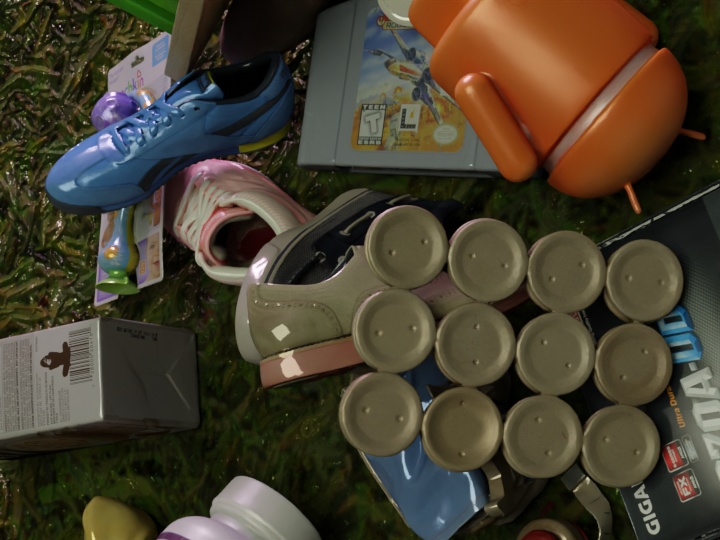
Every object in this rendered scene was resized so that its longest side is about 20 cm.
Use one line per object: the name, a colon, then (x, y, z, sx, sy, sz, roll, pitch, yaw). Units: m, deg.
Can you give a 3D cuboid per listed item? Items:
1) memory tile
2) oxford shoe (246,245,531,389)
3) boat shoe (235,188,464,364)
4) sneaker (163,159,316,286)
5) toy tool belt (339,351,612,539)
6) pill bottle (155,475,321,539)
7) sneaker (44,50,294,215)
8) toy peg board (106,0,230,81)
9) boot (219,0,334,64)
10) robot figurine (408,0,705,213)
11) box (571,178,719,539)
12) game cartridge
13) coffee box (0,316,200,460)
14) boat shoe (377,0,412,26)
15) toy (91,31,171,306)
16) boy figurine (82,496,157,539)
memory tile: (0.091, 0.047, 0.969, 0.199, 0.017, 0.154, 8, 86, -9)
oxford shoe: (0.025, 0.013, 1.004, 0.071, 0.199, 0.074, 146, 107, -69)
boat shoe: (0.000, 0.000, 1.073, 0.092, 0.200, 0.075, 3, 120, 28)
sneaker: (-0.100, -0.038, 1.189, 0.200, 0.104, 0.076, 26, 98, 35)
toy tool belt: (0.059, 0.125, 1.043, 0.125, 0.123, 0.200, -47, 61, 18)
pill bottle: (-0.116, 0.241, 1.103, 0.112, 0.113, 0.200, 22, 58, 34)
sneaker: (-0.141, -0.108, 1.182, 0.199, 0.079, 0.066, -24, 57, -14)
toy peg board: (-0.114, -0.264, 1.143, 0.097, 0.200, 0.200, 28, 76, -5)
boot: (-0.049, -0.223, 1.158, 0.070, 0.146, 0.200, 43, 105, 4)
robot figurine: (0.123, -0.126, 1.029, 0.200, 0.144, 0.117, 42, 109, 5)
box: (0.216, 0.060, 0.997, 0.158, 0.046, 0.201, -29, 67, 27)
game cartridge: (0.046, -0.134, 1.151, 0.199, 0.041, 0.134, 4, 88, 34)
coffee box: (-0.237, 0.094, 1.250, 0.199, 0.114, 0.080, -13, 75, 32)
boat shoe: (0.099, -0.235, 1.108, 0.200, 0.062, 0.073, -36, 95, 16)
toy: (-0.192, -0.081, 1.263, 0.115, 0.047, 0.201, -19, 69, 53)
boy figurine: (-0.164, 0.264, 1.202, 0.124, 0.064, 0.201, -38, 62, 21)
